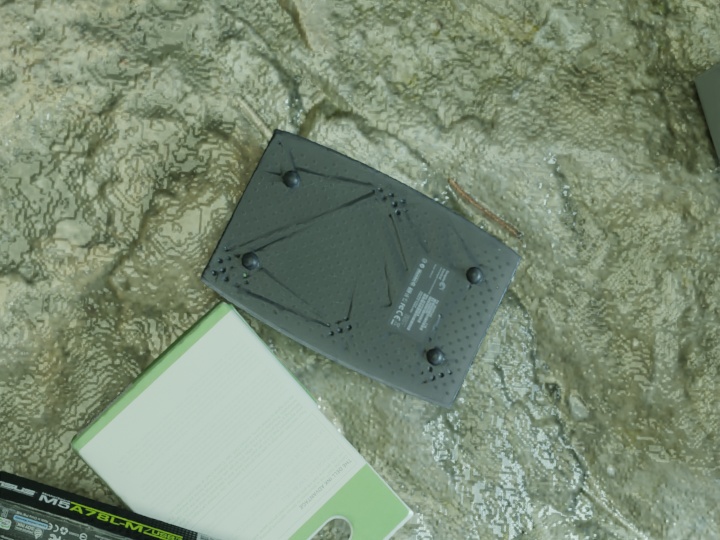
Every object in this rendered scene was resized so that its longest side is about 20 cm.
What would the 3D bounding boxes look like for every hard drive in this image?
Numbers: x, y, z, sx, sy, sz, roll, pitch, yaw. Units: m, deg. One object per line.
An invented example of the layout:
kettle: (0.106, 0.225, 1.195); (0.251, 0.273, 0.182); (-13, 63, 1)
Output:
hard drive: (0.000, 0.000, 0.965); (0.199, 0.042, 0.136); (27, 82, -5)

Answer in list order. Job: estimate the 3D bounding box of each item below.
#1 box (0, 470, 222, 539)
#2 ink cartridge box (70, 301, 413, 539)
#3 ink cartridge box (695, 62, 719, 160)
box: (-0.179, 0.253, 0.893); (0.199, 0.048, 0.194); (18, 104, -5)
ink cartridge box: (-0.082, 0.142, 0.941); (0.145, 0.048, 0.200); (-43, 95, -8)
ink cartridge box: (0.364, -0.139, 0.962); (0.199, 0.145, 0.084); (-16, 87, -8)
